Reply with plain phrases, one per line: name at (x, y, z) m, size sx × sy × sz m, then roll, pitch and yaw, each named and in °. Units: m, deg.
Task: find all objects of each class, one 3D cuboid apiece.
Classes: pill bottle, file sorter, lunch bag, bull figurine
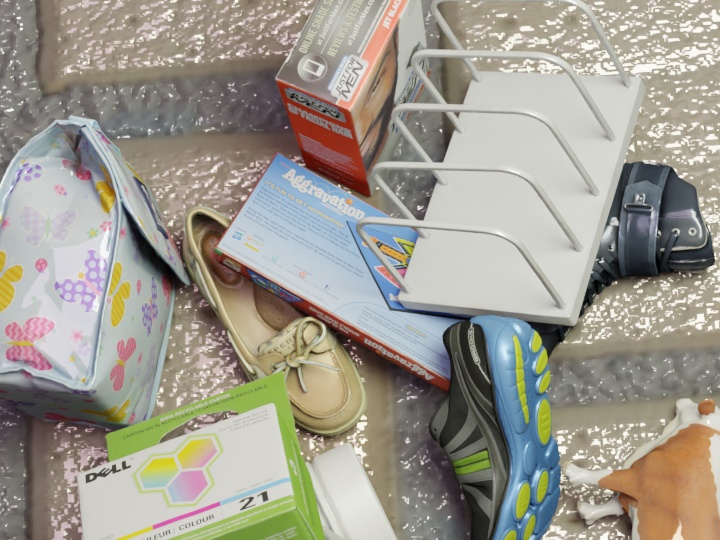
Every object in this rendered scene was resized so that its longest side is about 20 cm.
pill bottle at (-0.078, 0.205, 1.435) m, size 0.200 × 0.114 × 0.114 m, roll -26°, pitch 74°, yaw -2°
file sorter at (0.096, -0.082, 1.435) m, size 0.139 × 0.125 × 0.200 m, roll 5°, pitch 65°, yaw 31°
lunch bag at (-0.198, 0.004, 1.471) m, size 0.127 × 0.170 × 0.200 m, roll 6°, pitch 74°, yaw 10°
bull figurine at (0.212, 0.180, 1.434) m, size 0.121 × 0.065 × 0.200 m, roll -10°, pitch 60°, yaw 18°

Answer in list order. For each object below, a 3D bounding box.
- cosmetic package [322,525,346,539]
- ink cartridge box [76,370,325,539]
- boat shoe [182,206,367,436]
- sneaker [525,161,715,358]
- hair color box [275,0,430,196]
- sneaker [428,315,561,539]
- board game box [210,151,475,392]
cosmetic package at (0.032, 0.260, 1.389) m, size 0.200 × 0.051 × 0.083 m, roll 33°, pitch 90°, yaw -20°
ink cartridge box at (-0.115, 0.138, 1.378) m, size 0.148 × 0.076 × 0.200 m, roll -21°, pitch 41°, yaw 4°
boat shoe at (-0.071, 0.039, 1.505) m, size 0.073 × 0.063 × 0.200 m, roll -39°, pitch 76°, yaw -6°
sneaker at (0.182, 0.009, 1.484) m, size 0.146 × 0.077 × 0.202 m, roll 11°, pitch 75°, yaw 11°
hair color box at (-0.001, -0.140, 1.476) m, size 0.064 × 0.200 × 0.111 m, roll 25°, pitch 79°, yaw 12°
sneaker at (0.093, 0.125, 1.443) m, size 0.083 × 0.071 × 0.200 m, roll 10°, pitch 112°, yaw 39°
board game box at (0.000, 0.000, 1.496) m, size 0.200 × 0.019 × 0.103 m, roll 30°, pitch 58°, yaw 2°
